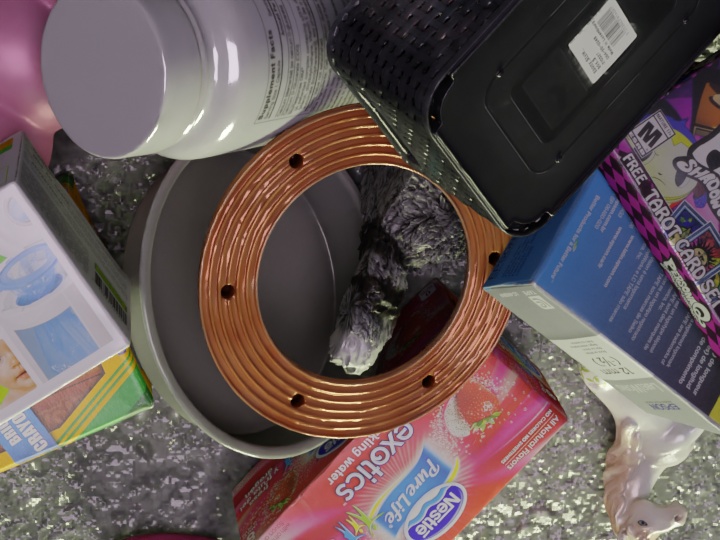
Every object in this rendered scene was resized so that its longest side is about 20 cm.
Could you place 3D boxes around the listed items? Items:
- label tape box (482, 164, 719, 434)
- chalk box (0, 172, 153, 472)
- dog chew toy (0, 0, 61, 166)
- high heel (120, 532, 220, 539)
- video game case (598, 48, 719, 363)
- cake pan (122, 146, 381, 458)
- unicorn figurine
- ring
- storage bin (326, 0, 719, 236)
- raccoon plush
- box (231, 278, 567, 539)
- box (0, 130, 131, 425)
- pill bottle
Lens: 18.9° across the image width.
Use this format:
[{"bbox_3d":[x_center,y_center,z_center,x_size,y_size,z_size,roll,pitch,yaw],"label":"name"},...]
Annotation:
[{"bbox_3d":[0.190,0.007,1.270,0.200,0.066,0.144,37,71,-20],"label":"label tape box"},{"bbox_3d":[-0.237,0.048,1.283,0.199,0.124,0.125,-24,109,0],"label":"chalk box"},{"bbox_3d":[-0.205,-0.118,1.234,0.124,0.125,0.200,39,97,-18],"label":"dog chew toy"},{"bbox_3d":[-0.072,0.233,1.382,0.200,0.096,0.067,31,102,-17],"label":"high heel"},{"bbox_3d":[0.251,-0.038,1.230,0.181,0.036,0.200,-33,95,-17],"label":"video game case"},{"bbox_3d":[-0.064,0.012,1.284,0.200,0.037,0.201,7,80,-45],"label":"cake pan"},{"bbox_3d":[0.193,0.090,1.394,0.137,0.074,0.200,-31,96,13],"label":"unicorn figurine"},{"bbox_3d":[0.000,0.000,1.240,0.200,0.019,0.201,-7,111,-20],"label":"ring"},{"bbox_3d":[0.098,-0.136,1.155,0.200,0.094,0.135,-47,137,-5],"label":"storage bin"},{"bbox_3d":[0.067,-0.022,1.317,0.134,0.097,0.201,18,100,-19],"label":"raccoon plush"},{"bbox_3d":[0.022,0.117,1.358,0.100,0.096,0.200,41,98,-19],"label":"box"},{"bbox_3d":[-0.236,0.032,1.160,0.200,0.101,0.113,-32,109,5],"label":"box"},{"bbox_3d":[-0.074,-0.123,1.204,0.200,0.113,0.114,-16,117,-49],"label":"pill bottle"}]
